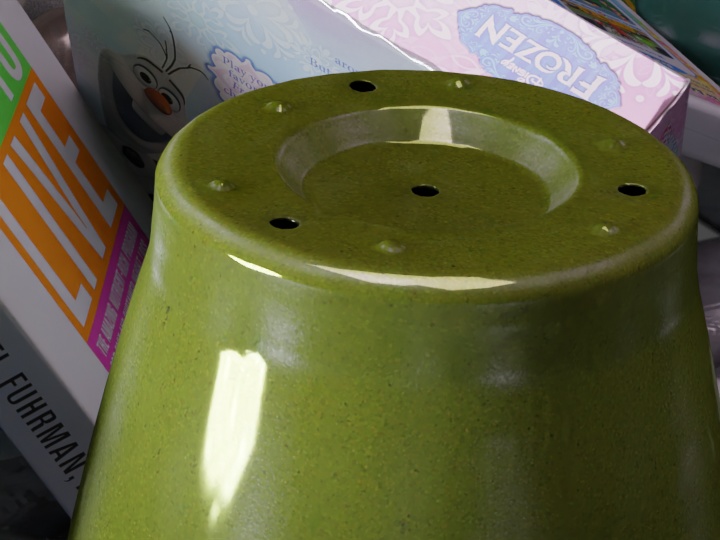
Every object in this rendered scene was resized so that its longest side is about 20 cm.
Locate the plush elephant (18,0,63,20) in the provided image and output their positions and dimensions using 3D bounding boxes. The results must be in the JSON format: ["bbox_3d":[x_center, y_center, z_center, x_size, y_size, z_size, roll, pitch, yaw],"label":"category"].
[{"bbox_3d":[-0.058,-0.186,1.262,0.199,0.155,0.165,11,27,17],"label":"plush elephant"}]

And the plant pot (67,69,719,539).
[{"bbox_3d":[0.012,0.060,0.725,0.200,0.193,0.201,2,26,-1],"label":"plant pot"}]

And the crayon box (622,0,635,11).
[{"bbox_3d":[0.147,-0.152,1.278,0.200,0.052,0.126,32,35,19],"label":"crayon box"}]

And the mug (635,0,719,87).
[{"bbox_3d":[0.178,-0.104,1.095,0.152,0.115,0.185,25,-4,17],"label":"mug"}]

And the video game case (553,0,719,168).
[{"bbox_3d":[0.027,-0.107,1.040,0.200,0.024,0.182,18,19,-31],"label":"video game case"}]

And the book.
[{"bbox_3d":[-0.102,-0.006,0.862,0.048,0.200,0.134,-28,24,15],"label":"book"}]

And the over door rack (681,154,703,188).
[{"bbox_3d":[0.020,-0.075,1.067,0.147,0.067,0.200,15,7,-34],"label":"over door rack"}]

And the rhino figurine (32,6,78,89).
[{"bbox_3d":[-0.141,-0.069,1.126,0.200,0.060,0.087,-16,30,-31],"label":"rhino figurine"}]

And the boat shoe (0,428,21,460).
[{"bbox_3d":[-0.192,0.014,0.946,0.199,0.062,0.073,8,30,13],"label":"boat shoe"}]

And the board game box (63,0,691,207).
[{"bbox_3d":[-0.001,-0.034,0.865,0.200,0.199,0.043,33,65,20],"label":"board game box"}]
